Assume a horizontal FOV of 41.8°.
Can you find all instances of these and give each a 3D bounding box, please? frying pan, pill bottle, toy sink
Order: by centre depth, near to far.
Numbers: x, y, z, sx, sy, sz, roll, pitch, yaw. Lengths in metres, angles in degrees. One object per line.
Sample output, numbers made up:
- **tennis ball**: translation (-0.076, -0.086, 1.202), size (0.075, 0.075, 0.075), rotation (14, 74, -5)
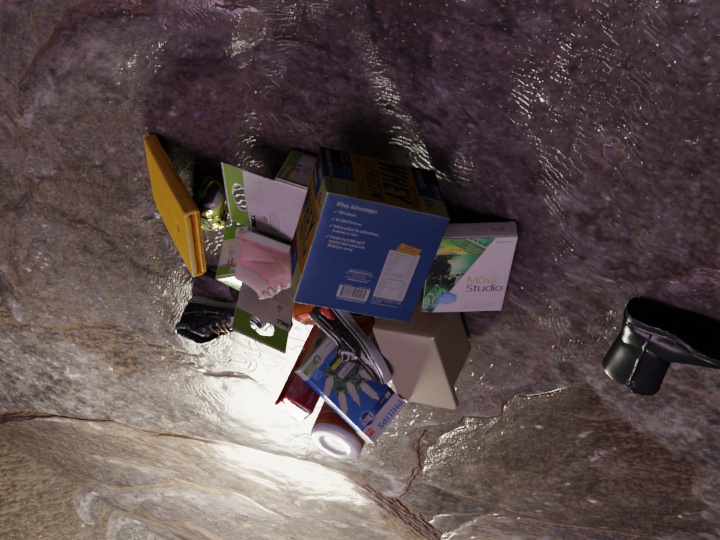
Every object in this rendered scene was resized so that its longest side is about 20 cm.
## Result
- **toy sink**: translation (0.124, 0.143, 1.752), size (0.128, 0.113, 0.202), rotation (7, 137, 31)
- **frying pan**: translation (-0.254, 0.032, 1.895), size (0.189, 0.031, 0.116), rotation (-6, 114, 58)
- **pill bottle**: translation (-0.017, 0.272, 1.925), size (0.110, 0.202, 0.113), rotation (17, 145, 12)

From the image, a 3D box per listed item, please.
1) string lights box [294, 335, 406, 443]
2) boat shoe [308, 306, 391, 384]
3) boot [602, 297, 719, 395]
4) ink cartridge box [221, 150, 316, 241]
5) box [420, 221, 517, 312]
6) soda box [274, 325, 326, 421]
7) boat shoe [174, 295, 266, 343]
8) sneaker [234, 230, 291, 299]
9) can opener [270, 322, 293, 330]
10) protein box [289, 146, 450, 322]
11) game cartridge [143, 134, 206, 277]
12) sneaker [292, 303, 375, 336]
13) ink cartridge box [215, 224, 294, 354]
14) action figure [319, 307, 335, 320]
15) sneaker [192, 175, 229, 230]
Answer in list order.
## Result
- **string lights box**: translation (-0.019, 0.225, 1.811), size (0.200, 0.103, 0.059), rotation (44, 164, -3)
- **boat shoe**: translation (-0.022, 0.140, 1.759), size (0.201, 0.071, 0.072), rotation (51, 165, 4)
- **boot**: translation (0.505, 0.143, 1.539), size (0.197, 0.077, 0.170), rotation (23, 141, 18)
- **ink cartridge box**: translation (-0.126, -0.128, 1.596), size (0.197, 0.076, 0.149), rotation (19, 144, 14)
- **box**: translation (0.176, -0.003, 1.561), size (0.141, 0.037, 0.202), rotation (-2, 140, -2)
- **soda box**: translation (-0.094, 0.193, 1.875), size (0.069, 0.202, 0.063), rotation (32, 146, -11)
- **boat shoe**: translation (-0.297, 0.117, 2.006), size (0.197, 0.092, 0.071), rotation (8, 141, 24)
- **sneaker**: translation (-0.124, 0.011, 1.624), size (0.197, 0.106, 0.075), rotation (19, 173, -6)
- **can opener**: translation (-0.176, 0.064, 1.892), size (0.052, 0.067, 0.201), rotation (13, 147, 15)
- **protein box**: translation (0.008, -0.054, 1.459), size (0.195, 0.136, 0.202), rotation (10, 124, -15)
- **game cartridge**: translation (-0.333, -0.117, 1.694), size (0.201, 0.032, 0.178), rotation (58, 158, 31)
- **sneaker**: translation (-0.061, 0.071, 1.836), size (0.196, 0.073, 0.078), rotation (11, 120, 14)
- **ink cartridge box**: translation (-0.190, 0.035, 1.711), size (0.075, 0.204, 0.147), rotation (-8, 154, 38)
- **action figure**: translation (0.000, 0.000, 1.659), size (0.051, 0.066, 0.201), rotation (29, 118, -22)
- **sneaker**: translation (-0.265, -0.117, 1.700), size (0.075, 0.077, 0.200), rotation (25, 169, -15)
